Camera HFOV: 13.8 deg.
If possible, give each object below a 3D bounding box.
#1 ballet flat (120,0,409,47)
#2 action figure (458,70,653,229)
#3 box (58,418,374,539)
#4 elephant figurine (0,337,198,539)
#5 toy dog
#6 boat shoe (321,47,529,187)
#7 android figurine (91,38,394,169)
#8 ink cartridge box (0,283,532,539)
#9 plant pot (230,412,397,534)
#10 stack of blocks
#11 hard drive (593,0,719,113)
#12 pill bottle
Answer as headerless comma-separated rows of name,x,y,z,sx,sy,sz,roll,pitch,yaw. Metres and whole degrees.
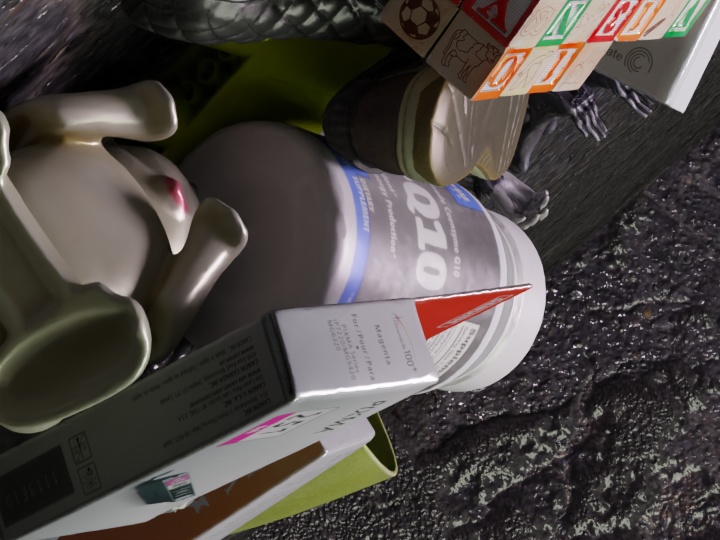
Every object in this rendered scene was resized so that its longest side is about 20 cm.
ballet flat,-0.022,-0.130,1.327,0.057,0.067,0.200,-19,167,42
action figure,0.057,-0.056,1.621,0.200,0.102,0.119,-26,-171,37
box,-0.122,0.083,1.604,0.200,0.152,0.106,-35,174,12
elephant figurine,-0.126,0.051,1.448,0.200,0.155,0.142,-23,175,-8
toy dog,-0.135,0.006,1.297,0.194,0.140,0.200,-46,174,23
boat shoe,0.033,-0.079,1.402,0.201,0.066,0.072,-27,127,-73
android figurine,-0.037,-0.087,1.431,0.182,0.041,0.200,-47,151,23
ink cartridge box,-0.041,0.064,1.318,0.173,0.044,0.200,-4,162,-47
plant pot,-0.109,0.092,1.850,0.200,0.187,0.187,-29,174,6
stack of blocks,0.104,-0.143,1.352,0.115,0.059,0.200,-55,161,23
hard drive,0.150,-0.195,1.482,0.027,0.132,0.200,17,101,-54
pill bottle,0.000,0.000,1.445,0.114,0.114,0.200,-46,150,19
